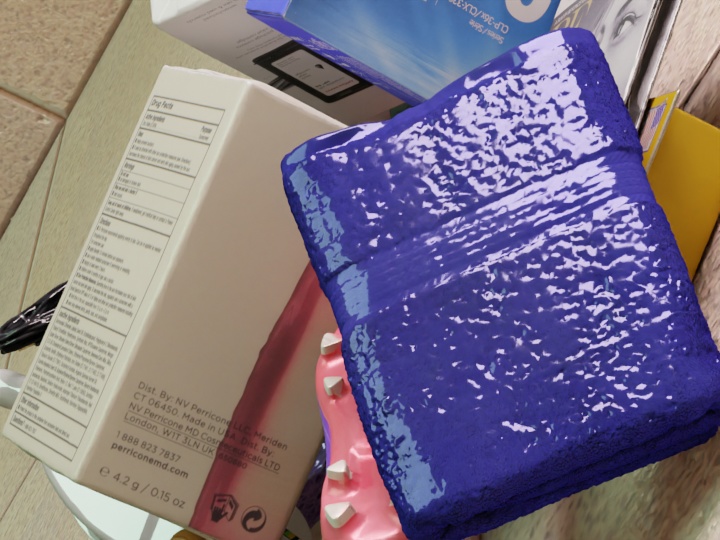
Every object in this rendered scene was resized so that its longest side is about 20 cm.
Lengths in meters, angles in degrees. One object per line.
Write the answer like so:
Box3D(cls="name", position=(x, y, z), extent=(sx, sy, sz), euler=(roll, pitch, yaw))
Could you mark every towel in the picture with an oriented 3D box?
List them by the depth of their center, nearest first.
Box3D(cls="towel", position=(0.060, 0.008, 1.207), extent=(0.148, 0.050, 0.200), euler=(-24, 55, 8))

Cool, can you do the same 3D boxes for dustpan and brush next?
Box3D(cls="dustpan and brush", position=(-0.140, 0.074, 1.550), extent=(0.057, 0.200, 0.140), euler=(39, -110, -57))

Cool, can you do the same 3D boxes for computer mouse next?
Box3D(cls="computer mouse", position=(-0.101, 0.003, 1.582), extent=(0.200, 0.034, 0.059), euler=(-25, 19, -4))

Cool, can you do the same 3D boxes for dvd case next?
Box3D(cls="dvd case", position=(0.095, -0.064, 1.331), extent=(0.200, 0.016, 0.149), euler=(-69, 13, -20))

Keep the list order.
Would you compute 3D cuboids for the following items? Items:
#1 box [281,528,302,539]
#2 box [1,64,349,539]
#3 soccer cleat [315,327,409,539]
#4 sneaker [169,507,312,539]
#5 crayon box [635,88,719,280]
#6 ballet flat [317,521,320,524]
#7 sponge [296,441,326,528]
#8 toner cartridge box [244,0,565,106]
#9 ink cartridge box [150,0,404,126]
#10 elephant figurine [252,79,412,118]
Box3D(cls="box", position=(-0.076, 0.217, 1.366), extent=(0.200, 0.064, 0.070), euler=(-50, -8, -21))
Box3D(cls="box", position=(-0.068, 0.017, 1.383), extent=(0.200, 0.109, 0.128), euler=(-66, 23, -2))
Box3D(cls="soccer cleat", position=(0.017, 0.079, 1.274), extent=(0.200, 0.067, 0.076), euler=(-85, -18, -58))
Box3D(cls="sneaker", position=(-0.082, 0.210, 1.477), extent=(0.073, 0.085, 0.200), euler=(25, 115, 44))
Box3D(cls="crayon box", position=(0.105, -0.006, 1.331), extent=(0.126, 0.052, 0.200), euler=(-67, 12, -9))
Box3D(cls="ballet flat", position=(-0.031, 0.096, 1.616), extent=(0.071, 0.069, 0.200), euler=(-22, 20, 2))
Box3D(cls="sponge", position=(-0.039, 0.049, 1.563), extent=(0.112, 0.030, 0.200), euler=(-39, 39, -8))
Box3D(cls="toner cartridge box", position=(0.050, -0.122, 1.430), extent=(0.043, 0.200, 0.095), euler=(18, 83, 60))
Box3D(cls="ink cartridge box", position=(-0.023, -0.151, 1.509), extent=(0.068, 0.200, 0.116), euler=(-22, 62, 30))
Box3D(cls="elephant figurine", position=(0.022, -0.053, 1.647), extent=(0.141, 0.155, 0.200), euler=(-24, 40, 5))
